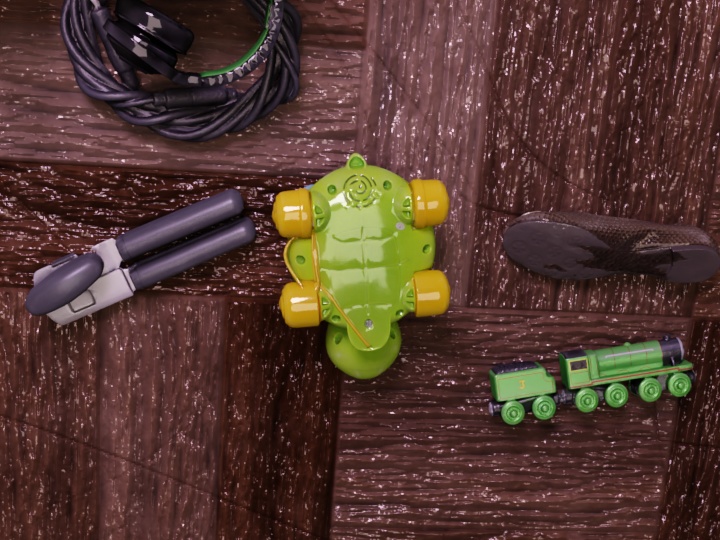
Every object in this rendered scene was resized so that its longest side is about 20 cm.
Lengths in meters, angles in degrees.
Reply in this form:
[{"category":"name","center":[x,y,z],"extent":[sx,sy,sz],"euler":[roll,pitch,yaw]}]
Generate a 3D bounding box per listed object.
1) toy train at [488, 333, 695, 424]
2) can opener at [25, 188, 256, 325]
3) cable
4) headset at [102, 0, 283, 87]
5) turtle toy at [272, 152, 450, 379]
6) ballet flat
[{"category":"toy train","center":[0.214,0.100,0.953],"extent":[0.197,0.042,0.057],"euler":[-9,96,-3]},{"category":"can opener","center":[-0.185,-0.006,0.866],"extent":[0.198,0.067,0.054],"euler":[-23,107,1]},{"category":"cable","center":[-0.141,-0.185,0.831],"extent":[0.199,0.051,0.164],"euler":[31,100,-14]},{"category":"headset","center":[-0.158,-0.211,0.778],"extent":[0.197,0.094,0.125],"euler":[7,104,-18]},{"category":"turtle toy","center":[0.000,0.000,0.869],"extent":[0.143,0.101,0.203],"euler":[-4,106,-5]},{"category":"ballet flat","center":[0.224,-0.026,0.920],"extent":[0.197,0.047,0.068],"euler":[5,136,-1]}]
